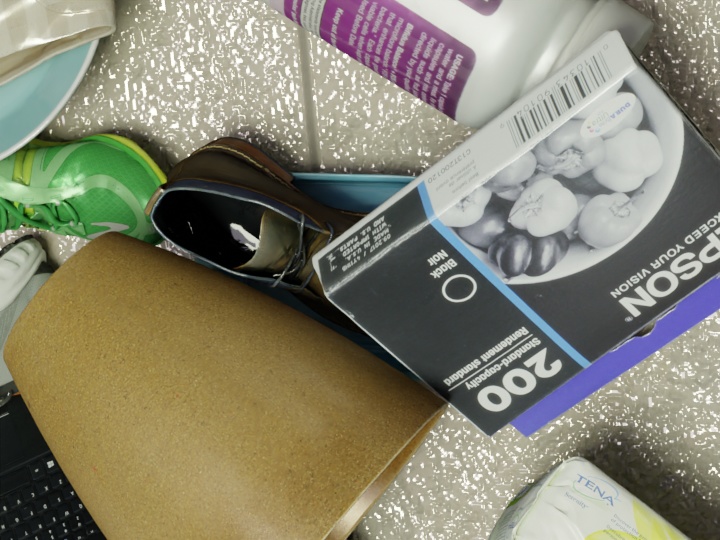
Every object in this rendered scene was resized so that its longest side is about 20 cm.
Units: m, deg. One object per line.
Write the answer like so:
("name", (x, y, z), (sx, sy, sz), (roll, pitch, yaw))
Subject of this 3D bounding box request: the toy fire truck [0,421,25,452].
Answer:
("toy fire truck", (-0.293, 0.151, 1.097), (0.199, 0.112, 0.169), (28, 99, -27))

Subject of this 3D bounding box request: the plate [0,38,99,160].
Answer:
("plate", (-0.234, -0.145, 1.021), (0.198, 0.026, 0.202), (-7, 72, 20))

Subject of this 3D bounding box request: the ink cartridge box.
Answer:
("ink cartridge box", (0.112, 0.001, 0.896), (0.198, 0.044, 0.200), (-37, 127, 18))

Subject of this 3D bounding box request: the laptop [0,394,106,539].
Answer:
("laptop", (-0.205, 0.184, 1.041), (0.103, 0.176, 0.202), (-3, 107, 56))

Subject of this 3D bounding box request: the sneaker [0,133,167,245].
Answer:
("sneaker", (-0.202, -0.045, 1.034), (0.198, 0.084, 0.075), (13, 128, 20))

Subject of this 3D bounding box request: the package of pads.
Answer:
("package of pads", (0.162, 0.190, 0.935), (0.199, 0.155, 0.068), (38, 78, 6))

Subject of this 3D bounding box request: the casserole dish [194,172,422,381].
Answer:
("casserole dish", (0.000, 0.000, 1.005), (0.198, 0.039, 0.122), (2, 105, 18))

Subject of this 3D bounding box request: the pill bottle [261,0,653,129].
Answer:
("pill bottle", (0.050, -0.145, 0.908), (0.199, 0.112, 0.113), (33, 113, 9))

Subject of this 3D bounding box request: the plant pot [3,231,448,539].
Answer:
("plant pot", (-0.086, 0.077, 0.912), (0.200, 0.186, 0.187), (41, 114, 7))

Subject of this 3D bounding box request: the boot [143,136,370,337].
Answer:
("boot", (-0.027, 0.000, 0.941), (0.199, 0.097, 0.075), (29, 110, 10))

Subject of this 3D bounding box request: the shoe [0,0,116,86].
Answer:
("shoe", (-0.226, -0.117, 0.954), (0.199, 0.070, 0.054), (-26, 87, 6))

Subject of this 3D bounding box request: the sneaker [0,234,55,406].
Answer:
("sneaker", (-0.245, 0.064, 1.036), (0.079, 0.200, 0.074), (49, 148, -10))
